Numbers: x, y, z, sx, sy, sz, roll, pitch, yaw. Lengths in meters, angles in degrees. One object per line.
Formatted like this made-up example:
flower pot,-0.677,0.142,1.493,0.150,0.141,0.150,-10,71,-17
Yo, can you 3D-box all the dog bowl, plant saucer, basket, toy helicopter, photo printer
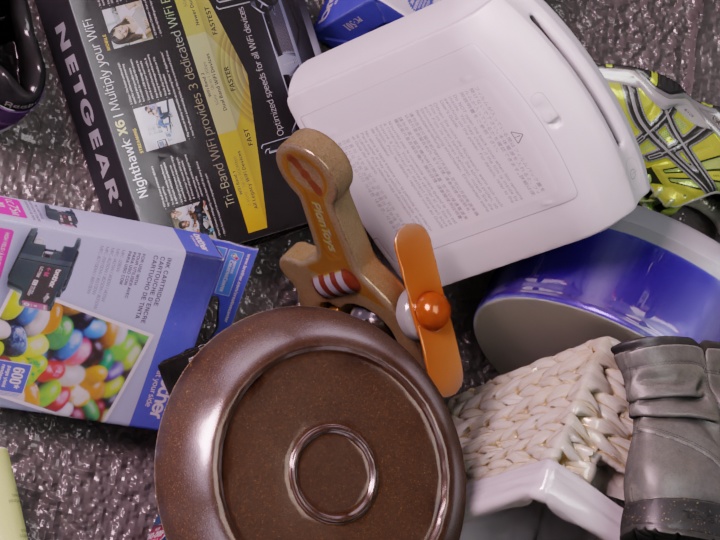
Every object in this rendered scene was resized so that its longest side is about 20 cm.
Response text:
dog bowl,0.173,0.042,1.789,0.200,0.200,0.079,36,68,-17
plant saucer,-0.021,0.117,1.629,0.199,0.032,0.202,5,78,-26
basket,0.123,0.136,1.750,0.135,0.200,0.124,34,60,-19
toy helicopter,0.000,0.000,1.711,0.079,0.132,0.201,-44,135,-27
photo printer,0.069,-0.082,1.706,0.167,0.200,0.069,55,49,-13

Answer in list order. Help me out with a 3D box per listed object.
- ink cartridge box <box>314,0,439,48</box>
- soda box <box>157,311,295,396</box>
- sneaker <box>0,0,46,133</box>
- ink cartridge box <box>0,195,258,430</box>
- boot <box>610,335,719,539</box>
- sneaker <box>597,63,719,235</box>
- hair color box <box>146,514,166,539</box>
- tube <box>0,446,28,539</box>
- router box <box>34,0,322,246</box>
ink cartridge box,0.040,-0.235,1.836,0.044,0.094,0.201,30,68,-19
soda box,-0.045,0.132,1.666,0.070,0.063,0.201,-20,89,-29
sneaker,-0.233,-0.184,1.685,0.075,0.087,0.201,-25,91,-29
ink cartridge box,-0.162,0.027,1.676,0.199,0.042,0.120,10,112,-28
boot,0.231,0.107,1.668,0.199,0.068,0.131,16,67,-33
sneaker,0.193,-0.081,1.896,0.199,0.075,0.077,17,72,-22
hair color box,-0.096,0.229,1.690,0.100,0.060,0.201,30,67,-20
tube,-0.202,0.203,1.639,0.058,0.052,0.201,3,70,-64
router box,-0.098,-0.110,1.761,0.157,0.052,0.201,-17,88,-29
